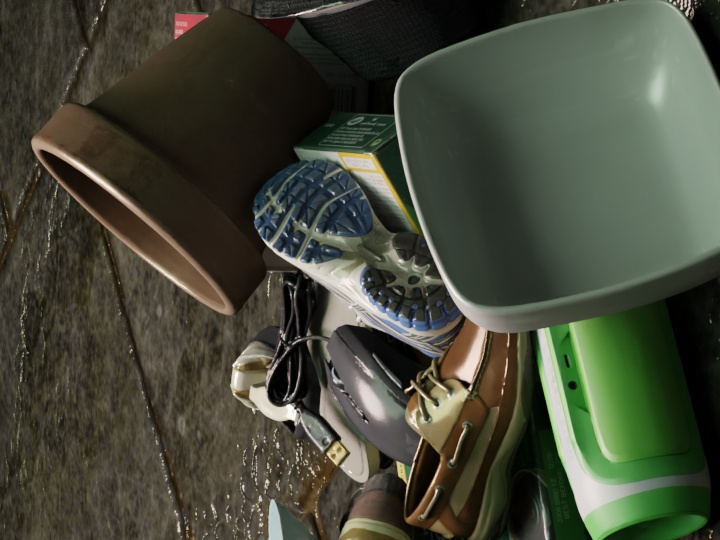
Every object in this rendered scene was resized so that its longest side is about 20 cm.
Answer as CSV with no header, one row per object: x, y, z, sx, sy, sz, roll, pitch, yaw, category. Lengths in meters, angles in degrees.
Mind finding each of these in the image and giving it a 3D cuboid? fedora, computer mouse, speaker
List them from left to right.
-0.003,0.103,1.546,0.200,0.046,0.141,39,138,26,computer mouse
0.019,-0.195,1.590,0.200,0.200,0.092,14,132,62,fedora
0.159,0.068,1.357,0.088,0.088,0.201,-44,52,54,speaker

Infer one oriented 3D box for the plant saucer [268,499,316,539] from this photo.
-0.036,0.261,1.527,0.201,0.038,0.203,176,90,-83,plant saucer

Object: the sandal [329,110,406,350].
0.022,-0.028,1.670,0.069,0.077,0.214,-14,83,30,sandal

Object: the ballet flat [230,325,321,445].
-0.068,0.094,1.817,0.200,0.073,0.074,36,121,58,ballet flat

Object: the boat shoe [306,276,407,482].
0.005,0.067,1.609,0.074,0.060,0.201,29,139,42,boat shoe

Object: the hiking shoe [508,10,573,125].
0.109,-0.102,1.495,0.087,0.074,0.200,-68,13,-22,hiking shoe

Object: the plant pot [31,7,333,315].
-0.115,-0.095,1.601,0.175,0.200,0.200,-51,28,-9,plant pot

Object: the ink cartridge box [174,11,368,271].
-0.076,-0.104,1.747,0.083,0.145,0.202,16,104,63,ink cartridge box

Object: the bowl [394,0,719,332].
0.130,-0.055,1.327,0.075,0.198,0.201,76,179,-58,bowl

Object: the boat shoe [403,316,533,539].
0.067,0.094,1.420,0.076,0.073,0.201,-105,19,-61,boat shoe

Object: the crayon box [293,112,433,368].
0.045,-0.017,1.545,0.201,0.051,0.126,60,159,-19,crayon box

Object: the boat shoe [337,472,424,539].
0.017,0.198,1.553,0.201,0.071,0.066,92,-162,-68,boat shoe

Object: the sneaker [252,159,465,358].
0.000,0.000,1.492,0.200,0.077,0.085,40,164,37,sneaker

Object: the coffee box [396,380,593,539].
0.091,0.156,1.533,0.200,0.044,0.124,-27,67,60,coffee box
